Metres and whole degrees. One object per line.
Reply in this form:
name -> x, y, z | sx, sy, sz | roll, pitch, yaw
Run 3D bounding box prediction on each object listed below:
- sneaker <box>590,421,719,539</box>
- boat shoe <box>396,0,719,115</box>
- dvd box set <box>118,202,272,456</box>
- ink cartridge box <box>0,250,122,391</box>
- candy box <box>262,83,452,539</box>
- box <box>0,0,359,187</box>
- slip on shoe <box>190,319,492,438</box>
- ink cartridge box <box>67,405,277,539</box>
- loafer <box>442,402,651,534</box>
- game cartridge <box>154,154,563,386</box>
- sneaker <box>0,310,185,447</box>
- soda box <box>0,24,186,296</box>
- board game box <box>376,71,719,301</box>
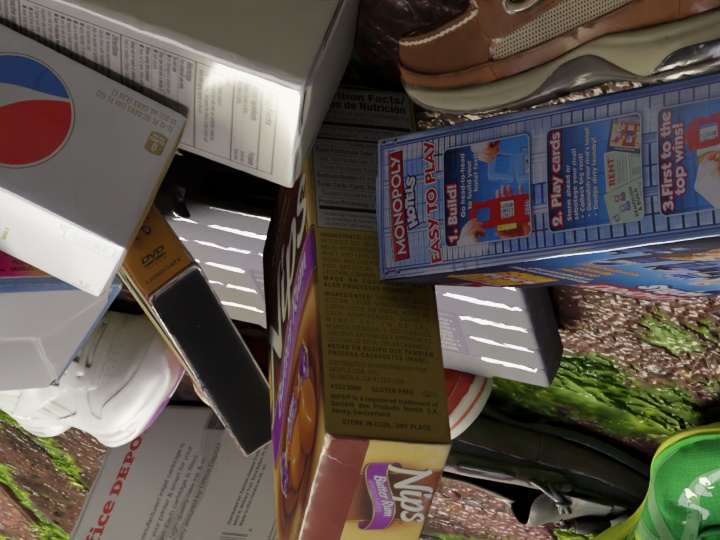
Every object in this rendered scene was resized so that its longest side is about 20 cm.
sneaker -> 0.172, 0.156, 1.197 | 0.074, 0.084, 0.200 | 16, 132, -20
boat shoe -> 0.087, -0.105, 0.821 | 0.199, 0.075, 0.074 | -6, 103, 51
dvd box set -> -0.111, -0.020, 1.047 | 0.200, 0.029, 0.147 | 52, 172, 35
ink cartridge box -> -0.218, -0.040, 1.000 | 0.136, 0.076, 0.200 | -1, -134, -53
candy box -> -0.006, 0.030, 0.966 | 0.056, 0.201, 0.117 | 5, 137, -10
box -> -0.104, -0.117, 0.929 | 0.199, 0.078, 0.095 | 21, 155, 3
slip on shoe -> -0.019, 0.055, 1.213 | 0.199, 0.074, 0.061 | 9, 149, 35
ink cartridge box -> -0.077, 0.166, 1.384 | 0.199, 0.145, 0.084 | 0, 148, 38
loafer -> 0.085, 0.117, 1.256 | 0.199, 0.063, 0.072 | 24, 155, -4
game cartridge -> 0.000, 0.000, 1.132 | 0.199, 0.039, 0.130 | 12, 157, 20
sneaker -> -0.179, 0.056, 1.331 | 0.099, 0.075, 0.199 | 36, 151, -30
soda box -> -0.176, -0.068, 0.910 | 0.199, 0.068, 0.064 | 26, 155, -7
board game box -> 0.117, -0.027, 0.887 | 0.199, 0.062, 0.200 | -4, 172, 33
